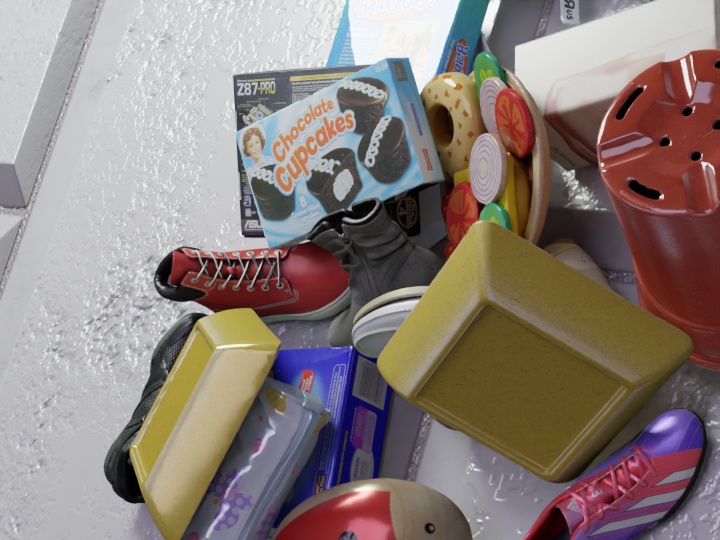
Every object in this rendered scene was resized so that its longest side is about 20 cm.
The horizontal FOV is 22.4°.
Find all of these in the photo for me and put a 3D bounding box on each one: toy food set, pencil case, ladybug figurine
[{"bbox_3d":[0.108,-0.087,1.596,0.198,0.048,0.203,165,104,-66],"label":"toy food set"},{"bbox_3d":[-0.101,0.192,1.606,0.202,0.083,0.091,-64,19,-3],"label":"pencil case"},{"bbox_3d":[0.001,0.253,1.562,0.199,0.137,0.072,-23,18,25],"label":"ladybug figurine"}]

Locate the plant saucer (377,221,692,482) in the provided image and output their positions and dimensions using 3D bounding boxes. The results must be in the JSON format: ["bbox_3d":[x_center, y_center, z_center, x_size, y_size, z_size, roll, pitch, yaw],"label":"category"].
[{"bbox_3d":[0.131,0.082,1.447,0.201,0.199,0.049,-56,7,42],"label":"plant saucer"}]

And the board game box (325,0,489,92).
[{"bbox_3d":[0.032,-0.189,1.765,0.151,0.045,0.202,8,76,41],"label":"board game box"}]

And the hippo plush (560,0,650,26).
[{"bbox_3d":[0.159,-0.346,1.678,0.158,0.161,0.202,-17,56,11],"label":"hippo plush"}]

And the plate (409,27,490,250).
[{"bbox_3d":[0.072,-0.112,1.749,0.199,0.032,0.201,-37,51,19],"label":"plate"}]

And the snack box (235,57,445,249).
[{"bbox_3d":[-0.022,-0.104,1.653,0.199,0.037,0.117,-22,82,39],"label":"snack box"}]

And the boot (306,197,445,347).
[{"bbox_3d":[0.000,0.000,1.656,0.200,0.130,0.068,-29,23,53],"label":"boot"}]

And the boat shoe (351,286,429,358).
[{"bbox_3d":[0.076,0.056,1.537,0.198,0.075,0.069,-11,59,32],"label":"boat shoe"}]

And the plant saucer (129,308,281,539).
[{"bbox_3d":[-0.151,0.127,1.635,0.201,0.048,0.200,-62,13,1],"label":"plant saucer"}]

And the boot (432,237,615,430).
[{"bbox_3d":[0.160,0.090,1.556,0.200,0.073,0.156,-48,49,6],"label":"boot"}]

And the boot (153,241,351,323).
[{"bbox_3d":[-0.100,0.002,1.747,0.199,0.144,0.073,-16,66,38],"label":"boot"}]

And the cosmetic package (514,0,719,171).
[{"bbox_3d":[0.243,-0.166,1.587,0.198,0.103,0.088,-15,60,35],"label":"cosmetic package"}]

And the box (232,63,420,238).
[{"bbox_3d":[-0.035,-0.111,1.721,0.199,0.049,0.163,1,98,42],"label":"box"}]

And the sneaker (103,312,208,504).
[{"bbox_3d":[-0.185,0.142,1.786,0.201,0.076,0.114,-60,20,3],"label":"sneaker"}]

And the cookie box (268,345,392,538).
[{"bbox_3d":[-0.077,0.163,1.709,0.198,0.075,0.173,-4,69,37],"label":"cookie box"}]

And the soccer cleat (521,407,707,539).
[{"bbox_3d":[0.200,0.187,1.472,0.200,0.073,0.068,-48,48,11],"label":"soccer cleat"}]

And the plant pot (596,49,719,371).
[{"bbox_3d":[0.282,-0.056,1.411,0.199,0.195,0.203,-14,54,20],"label":"plant pot"}]
